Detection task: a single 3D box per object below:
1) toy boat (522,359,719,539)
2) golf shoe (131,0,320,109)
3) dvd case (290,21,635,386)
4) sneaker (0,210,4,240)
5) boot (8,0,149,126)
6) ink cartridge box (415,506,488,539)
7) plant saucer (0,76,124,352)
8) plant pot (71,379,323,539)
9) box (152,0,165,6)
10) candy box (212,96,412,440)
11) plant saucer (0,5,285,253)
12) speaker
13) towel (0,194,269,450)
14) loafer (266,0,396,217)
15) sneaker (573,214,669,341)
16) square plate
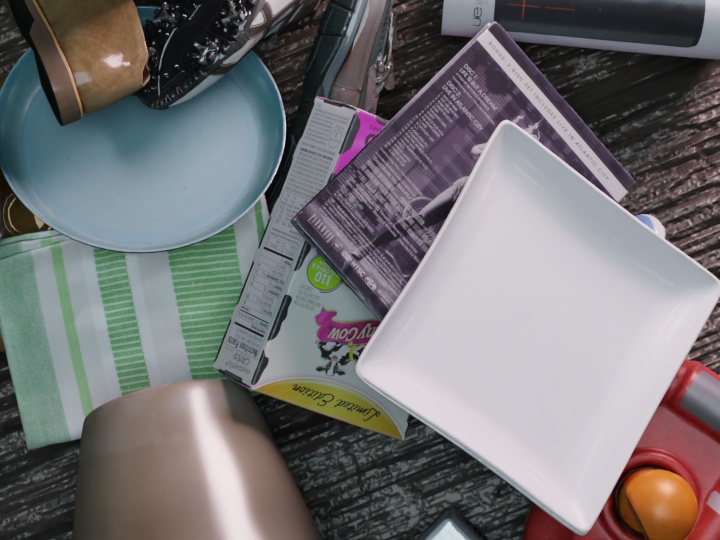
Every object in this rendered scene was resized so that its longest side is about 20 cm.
[{"bbox_3d":[0.196,0.159,1.505,0.130,0.131,0.201,33,91,2],"label":"toy boat"},{"bbox_3d":[-0.072,-0.178,1.530,0.200,0.094,0.078,-48,56,1],"label":"golf shoe"},{"bbox_3d":[0.070,-0.045,1.475,0.200,0.016,0.149,-45,100,-17],"label":"dvd case"},{"bbox_3d":[-0.273,-0.101,1.492,0.075,0.079,0.201,-13,96,-37],"label":"sneaker"},{"bbox_3d":[-0.202,-0.188,1.524,0.075,0.074,0.201,-21,60,-10],"label":"boot"},{"bbox_3d":[0.052,0.292,1.560,0.162,0.050,0.200,45,100,1],"label":"ink cartridge box"},{"bbox_3d":[-0.231,-0.040,1.566,0.199,0.035,0.202,0,90,2],"label":"plant saucer"},{"bbox_3d":[-0.117,0.174,1.501,0.199,0.200,0.174,-14,73,2],"label":"plant pot"},{"bbox_3d":[-0.184,-0.246,1.482,0.137,0.200,0.040,40,89,1],"label":"box"},{"bbox_3d":[0.000,0.000,1.515,0.136,0.061,0.201,20,92,-34],"label":"candy box"},{"bbox_3d":[-0.151,-0.094,1.530,0.199,0.027,0.201,2,61,-4],"label":"plant saucer"},{"bbox_3d":[0.153,-0.193,1.533,0.199,0.081,0.082,6,90,2],"label":"speaker"},{"bbox_3d":[-0.150,0.033,1.546,0.199,0.023,0.153,-13,106,-5],"label":"towel"},{"bbox_3d":[-0.007,-0.123,1.552,0.063,0.072,0.201,18,97,-19],"label":"loafer"},{"bbox_3d":[0.128,0.023,1.518,0.200,0.076,0.077,-39,117,-12],"label":"sneaker"},{"bbox_3d":[0.117,0.038,1.461,0.198,0.028,0.201,36,75,-16],"label":"square plate"}]
